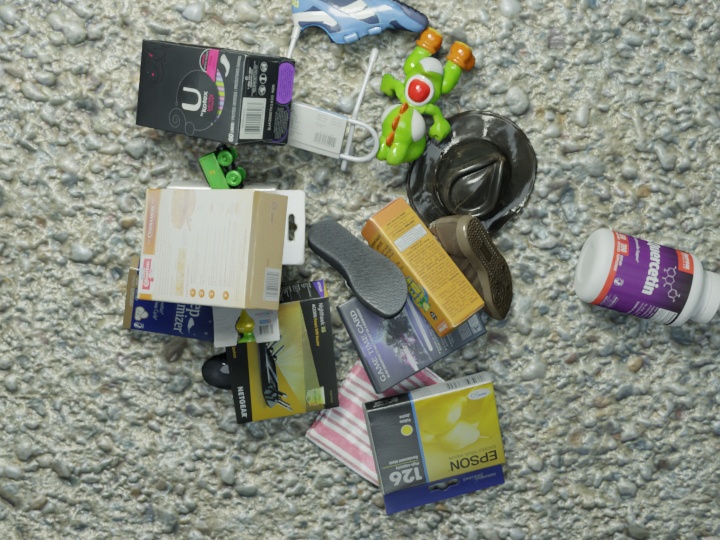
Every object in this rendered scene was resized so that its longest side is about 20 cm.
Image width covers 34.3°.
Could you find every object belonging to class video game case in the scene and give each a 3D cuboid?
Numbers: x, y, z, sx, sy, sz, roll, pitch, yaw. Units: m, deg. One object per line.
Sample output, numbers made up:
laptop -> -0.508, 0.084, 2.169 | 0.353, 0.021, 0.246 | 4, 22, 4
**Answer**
video game case -> 0.078, 0.072, 1.719 | 0.199, 0.019, 0.143 | -28, 98, -20

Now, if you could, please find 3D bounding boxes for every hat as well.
hat -> 0.166, -0.133, 1.693 | 0.200, 0.081, 0.202 | 0, 100, -2

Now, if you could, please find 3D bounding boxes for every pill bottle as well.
pill bottle -> 0.425, 0.015, 1.720 | 0.199, 0.112, 0.113 | 15, 100, -6

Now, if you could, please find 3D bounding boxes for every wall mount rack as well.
wall mount rack -> -0.058, -0.237, 1.638 | 0.199, 0.075, 0.174 | 17, 123, 3

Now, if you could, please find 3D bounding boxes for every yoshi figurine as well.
yoshi figurine -> 0.082, -0.237, 1.672 | 0.112, 0.112, 0.201 | 32, 84, -37

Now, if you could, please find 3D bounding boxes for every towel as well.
towel -> 0.027, 0.217, 1.782 | 0.146, 0.030, 0.200 | 35, 98, -8

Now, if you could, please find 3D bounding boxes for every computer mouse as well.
computer mouse -> -0.140, 0.147, 1.758 | 0.199, 0.034, 0.059 | -6, 101, -2

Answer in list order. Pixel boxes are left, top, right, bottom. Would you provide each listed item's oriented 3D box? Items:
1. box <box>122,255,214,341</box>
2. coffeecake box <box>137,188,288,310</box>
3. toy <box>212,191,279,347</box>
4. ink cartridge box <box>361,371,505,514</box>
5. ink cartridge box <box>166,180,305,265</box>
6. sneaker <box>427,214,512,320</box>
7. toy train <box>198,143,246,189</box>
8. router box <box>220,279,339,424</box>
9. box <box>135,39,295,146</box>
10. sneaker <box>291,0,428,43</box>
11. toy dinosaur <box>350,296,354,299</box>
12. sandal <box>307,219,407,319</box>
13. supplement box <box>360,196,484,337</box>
box -> -0.242, 0.047, 1.701 | 0.199, 0.032, 0.121 | 8, 130, -9
coffeecake box -> -0.201, -0.030, 1.564 | 0.199, 0.073, 0.154 | 4, 88, 36
toy -> -0.154, 0.002, 1.602 | 0.115, 0.047, 0.201 | -8, 80, 34
ink cartridge box -> 0.117, 0.270, 1.768 | 0.197, 0.047, 0.201 | -14, 108, -5
ink cartridge box -> -0.179, -0.068, 1.696 | 0.199, 0.068, 0.117 | 2, 101, -2
sneaker -> 0.164, -0.008, 1.719 | 0.075, 0.071, 0.200 | 5, 137, 36
toy train -> -0.169, -0.080, 1.640 | 0.056, 0.042, 0.201 | -20, 102, 12
router box -> -0.118, 0.120, 1.702 | 0.156, 0.052, 0.201 | -9, 121, -7
box -> -0.200, -0.243, 1.590 | 0.199, 0.106, 0.123 | 14, 103, 36
sneaker -> -0.004, -0.357, 1.648 | 0.199, 0.074, 0.083 | 12, 102, 2
toy dinosaur -> 0.039, 0.045, 1.745 | 0.101, 0.058, 0.201 | -1, 88, -21
sandal -> 0.000, -0.001, 1.683 | 0.076, 0.200, 0.043 | -28, 144, -22
supplement box -> 0.088, -0.004, 1.681 | 0.069, 0.067, 0.200 | -37, 83, -22
